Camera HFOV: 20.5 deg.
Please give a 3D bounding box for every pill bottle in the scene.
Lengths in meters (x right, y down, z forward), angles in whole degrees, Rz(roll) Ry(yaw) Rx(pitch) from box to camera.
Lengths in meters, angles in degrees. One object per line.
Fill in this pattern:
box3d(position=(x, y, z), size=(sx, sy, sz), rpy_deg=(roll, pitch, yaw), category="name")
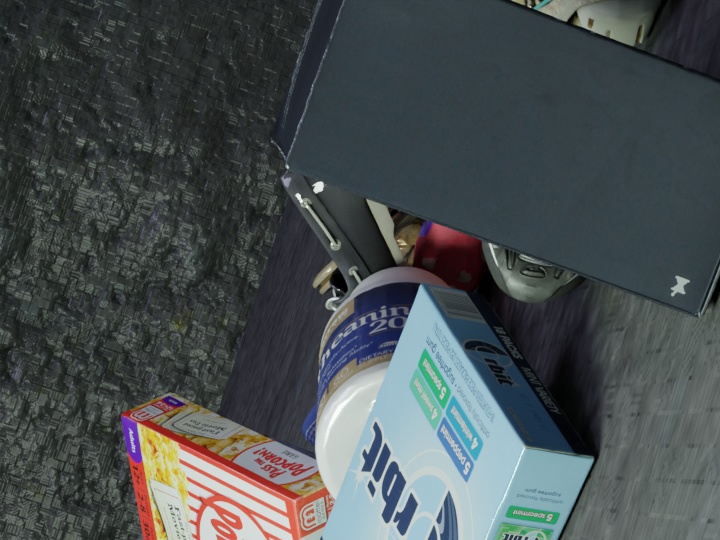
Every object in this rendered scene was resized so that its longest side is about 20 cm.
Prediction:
box3d(position=(0.028, 0.071, 1.249), size=(0.200, 0.111, 0.111), rpy_deg=(-90, 20, -69), category="pill bottle")

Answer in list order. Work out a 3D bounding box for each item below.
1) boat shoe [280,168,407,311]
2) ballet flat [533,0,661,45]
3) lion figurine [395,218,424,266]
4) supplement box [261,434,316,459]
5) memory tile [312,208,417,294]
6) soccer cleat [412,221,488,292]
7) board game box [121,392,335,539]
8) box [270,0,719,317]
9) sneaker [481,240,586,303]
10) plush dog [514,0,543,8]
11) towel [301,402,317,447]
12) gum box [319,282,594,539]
box3d(position=(0.000, 0.000, 1.368), size=(0.073, 0.063, 0.200), rpy_deg=(-114, 3, -59), category="boat shoe")
box3d(position=(0.148, -0.152, 1.185), size=(0.200, 0.067, 0.062), rpy_deg=(128, 132, -80), category="ballet flat")
box3d(position=(0.042, -0.072, 1.670), size=(0.123, 0.072, 0.200), rpy_deg=(109, 174, -63), category="lion figurine")
box3d(position=(-0.062, 0.245, 1.544), size=(0.101, 0.103, 0.200), rpy_deg=(-120, 50, -81), category="supplement box")
box3d(position=(0.044, -0.057, 1.475), size=(0.153, 0.017, 0.200), rpy_deg=(-40, -3, -33), category="memory tile")
box3d(position=(0.084, -0.056, 1.368), size=(0.200, 0.067, 0.077), rpy_deg=(112, 177, -49), category="soccer cleat")
box3d(position=(-0.075, 0.180, 1.318), size=(0.200, 0.046, 0.152), rpy_deg=(17, 122, 49), category="board game box")
box3d(position=(0.069, -0.069, 0.939), size=(0.182, 0.200, 0.104), rpy_deg=(-120, 49, -80), category="box")
box3d(position=(0.104, -0.024, 1.126), size=(0.200, 0.074, 0.079), rpy_deg=(-72, -6, -66), category="sneaker")
box3d(position=(0.079, -0.198, 1.529), size=(0.172, 0.160, 0.200), rpy_deg=(-7, 62, 56), category="plush dog")
box3d(position=(0.005, 0.083, 1.602), size=(0.145, 0.024, 0.200), rpy_deg=(-54, 6, -4), category="towel")
box3d(position=(0.041, 0.135, 1.073), size=(0.170, 0.044, 0.200), rpy_deg=(-120, 46, -57), category="gum box")
